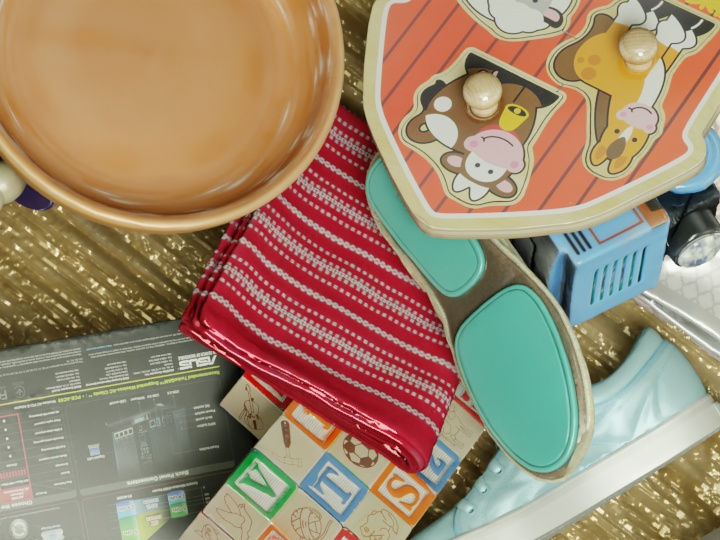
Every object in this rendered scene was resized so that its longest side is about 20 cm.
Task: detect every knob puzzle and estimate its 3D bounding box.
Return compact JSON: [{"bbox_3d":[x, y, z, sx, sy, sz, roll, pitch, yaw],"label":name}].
[{"bbox_3d":[0.087,-0.100,1.170,0.218,0.031,0.221,-3,60,6],"label":"knob puzzle"}]

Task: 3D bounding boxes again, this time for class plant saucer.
[{"bbox_3d":[-0.107,-0.112,1.178,0.199,0.037,0.202,5,73,-15],"label":"plant saucer"}]

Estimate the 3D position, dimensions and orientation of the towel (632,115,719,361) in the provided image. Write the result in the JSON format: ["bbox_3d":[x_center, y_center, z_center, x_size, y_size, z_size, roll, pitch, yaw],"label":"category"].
[{"bbox_3d":[0.244,-0.032,1.269,0.199,0.032,0.192,34,85,0],"label":"towel"}]

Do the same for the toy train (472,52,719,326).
[{"bbox_3d":[0.108,-0.073,1.214,0.114,0.087,0.201,-24,63,-15],"label":"toy train"}]

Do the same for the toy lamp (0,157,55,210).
[{"bbox_3d":[-0.214,-0.023,1.206,0.058,0.058,0.200,44,55,2],"label":"toy lamp"}]

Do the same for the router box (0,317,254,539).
[{"bbox_3d":[-0.152,0.112,1.205,0.199,0.062,0.151,-9,85,-19],"label":"router box"}]

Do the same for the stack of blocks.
[{"bbox_3d":[-0.010,0.082,1.180,0.115,0.059,0.200,40,44,0],"label":"stack of blocks"}]

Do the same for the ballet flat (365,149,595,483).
[{"bbox_3d":[0.071,0.015,1.174,0.067,0.062,0.201,-37,69,24],"label":"ballet flat"}]

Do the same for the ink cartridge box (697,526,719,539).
[{"bbox_3d":[0.232,0.230,1.199,0.125,0.129,0.201,-29,88,-4],"label":"ink cartridge box"}]

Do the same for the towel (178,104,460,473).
[{"bbox_3d":[0.000,0.000,1.194,0.144,0.023,0.201,32,44,-8],"label":"towel"}]

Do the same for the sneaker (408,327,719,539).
[{"bbox_3d":[0.093,0.099,1.239,0.199,0.074,0.082,-29,79,-12],"label":"sneaker"}]
